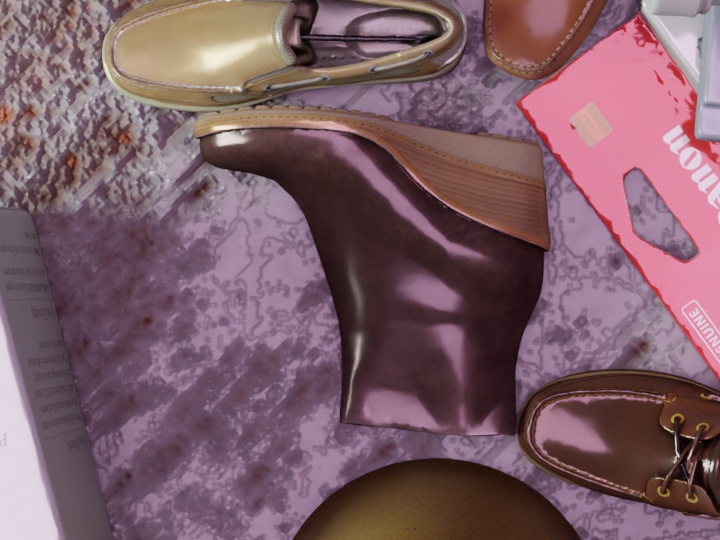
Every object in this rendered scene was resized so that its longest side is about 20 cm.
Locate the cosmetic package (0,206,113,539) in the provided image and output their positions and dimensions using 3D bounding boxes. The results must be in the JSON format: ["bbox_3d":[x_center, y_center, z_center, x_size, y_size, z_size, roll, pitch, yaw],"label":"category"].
[{"bbox_3d":[-0.239,0.081,1.535,0.165,0.165,0.200,-14,90,3],"label":"cosmetic package"}]

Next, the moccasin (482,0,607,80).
[{"bbox_3d":[0.122,-0.197,1.557,0.074,0.078,0.201,30,92,5],"label":"moccasin"}]

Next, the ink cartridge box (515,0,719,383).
[{"bbox_3d":[0.211,-0.065,1.573,0.176,0.045,0.200,-37,89,1],"label":"ink cartridge box"}]

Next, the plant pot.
[{"bbox_3d":[0.039,0.197,1.507,0.186,0.200,0.187,0,90,2],"label":"plant pot"}]

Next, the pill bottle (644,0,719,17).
[{"bbox_3d":[0.245,-0.169,1.462,0.200,0.111,0.111,0,91,-1],"label":"pill bottle"}]

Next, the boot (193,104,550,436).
[{"bbox_3d":[0.000,0.000,1.569,0.200,0.072,0.167,8,89,-1],"label":"boot"}]

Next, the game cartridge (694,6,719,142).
[{"bbox_3d":[0.280,-0.125,1.533,0.200,0.040,0.134,6,91,-2],"label":"game cartridge"}]

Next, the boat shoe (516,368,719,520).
[{"bbox_3d":[0.183,0.097,1.564,0.200,0.068,0.072,12,91,3],"label":"boat shoe"}]

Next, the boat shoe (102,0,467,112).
[{"bbox_3d":[-0.043,-0.128,1.568,0.200,0.076,0.072,-8,91,3],"label":"boat shoe"}]
